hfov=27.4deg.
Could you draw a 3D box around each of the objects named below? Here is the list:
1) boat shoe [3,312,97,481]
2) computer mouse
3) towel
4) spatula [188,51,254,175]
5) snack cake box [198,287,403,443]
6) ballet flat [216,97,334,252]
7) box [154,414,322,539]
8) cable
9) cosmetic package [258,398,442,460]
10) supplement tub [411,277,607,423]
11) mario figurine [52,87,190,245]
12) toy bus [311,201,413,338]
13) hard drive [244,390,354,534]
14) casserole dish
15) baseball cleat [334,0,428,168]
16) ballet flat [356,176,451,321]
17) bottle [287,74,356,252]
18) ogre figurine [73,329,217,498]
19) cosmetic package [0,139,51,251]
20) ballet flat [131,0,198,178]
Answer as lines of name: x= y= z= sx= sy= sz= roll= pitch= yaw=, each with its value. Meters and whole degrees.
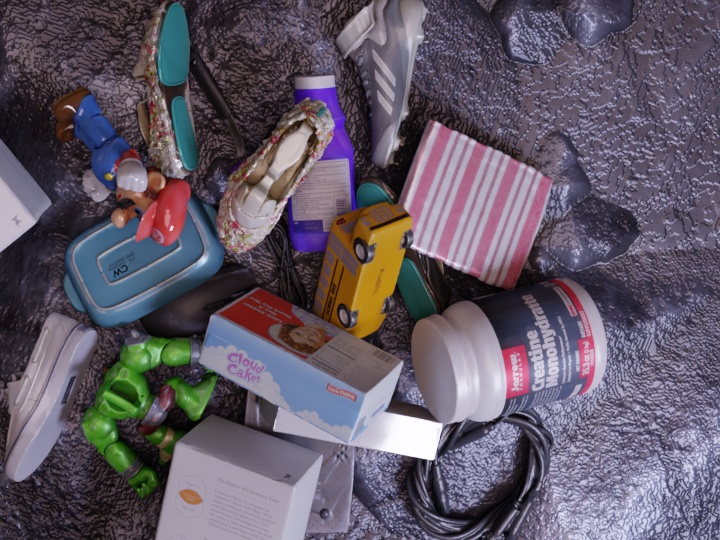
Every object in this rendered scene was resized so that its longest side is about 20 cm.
boat shoe: x=-0.376 y=0.144 z=1.715 sx=0.069 sy=0.071 sz=0.202 roll=27 pitch=99 yaw=16
computer mouse: x=-0.165 y=0.006 z=1.725 sx=0.198 sy=0.046 sz=0.142 roll=-11 pitch=102 yaw=-6
towel: x=0.128 y=-0.073 z=1.723 sx=0.199 sy=0.030 sz=0.148 roll=23 pitch=87 yaw=-31
spatula: x=-0.148 y=-0.162 z=1.697 sx=0.056 sy=0.021 sz=0.201 roll=-30 pitch=87 yaw=24
snack cake box: x=-0.066 y=0.102 z=1.648 sx=0.199 sy=0.115 sz=0.068 roll=27 pitch=115 yaw=15
ballet flat: x=-0.101 y=-0.105 z=1.643 sx=0.075 sy=0.064 sz=0.201 roll=33 pitch=102 yaw=-3
box: x=-0.146 y=0.294 z=1.708 sx=0.151 sy=0.106 sz=0.202 roll=18 pitch=107 yaw=12
cable: x=0.149 y=0.242 z=1.815 sx=0.162 sy=0.051 sz=0.202 roll=26 pitch=97 yaw=-6
cosmetic package: x=-0.012 y=0.172 z=1.716 sx=0.198 sy=0.082 sz=0.051 roll=13 pitch=94 yaw=-17
supplement tub: x=0.173 y=0.095 z=1.723 sx=0.198 sy=0.140 sz=0.142 roll=-13 pitch=101 yaw=-20
mario figurine: x=-0.275 y=-0.101 z=1.633 sx=0.200 sy=0.123 sz=0.106 roll=47 pitch=105 yaw=13
toy bus: x=0.000 y=0.000 z=1.676 sx=0.065 sy=0.078 sz=0.201 roll=-21 pitch=144 yaw=-30
hard drive: x=-0.075 y=0.215 z=1.775 sx=0.133 sy=0.042 sz=0.203 roll=0 pitch=99 yaw=-8
casserole dish: x=-0.251 y=-0.018 z=1.695 sx=0.199 sy=0.039 sz=0.122 roll=-28 pitch=82 yaw=-2
baseball cleat: x=0.015 y=-0.223 z=1.711 sx=0.105 sy=0.070 sz=0.202 roll=12 pitch=88 yaw=-3
ballet flat: x=0.054 y=-0.032 z=1.743 sx=0.067 sy=0.068 sz=0.202 roll=-7 pitch=117 yaw=37
bottle: x=-0.048 y=-0.124 z=1.711 sx=0.082 sy=0.065 sz=0.203 roll=-4 pitch=100 yaw=-2
ogre figurine: x=-0.246 y=0.151 z=1.710 sx=0.119 sy=0.098 sz=0.201 roll=29 pitch=117 yaw=-17
cosmetic package: x=-0.454 y=-0.047 z=1.597 sx=0.199 sy=0.200 sz=0.123 roll=-39 pitch=102 yaw=-1
ballet flat: x=-0.227 y=-0.203 z=1.675 sx=0.063 sy=0.075 sz=0.203 roll=-2 pitch=95 yaw=26
